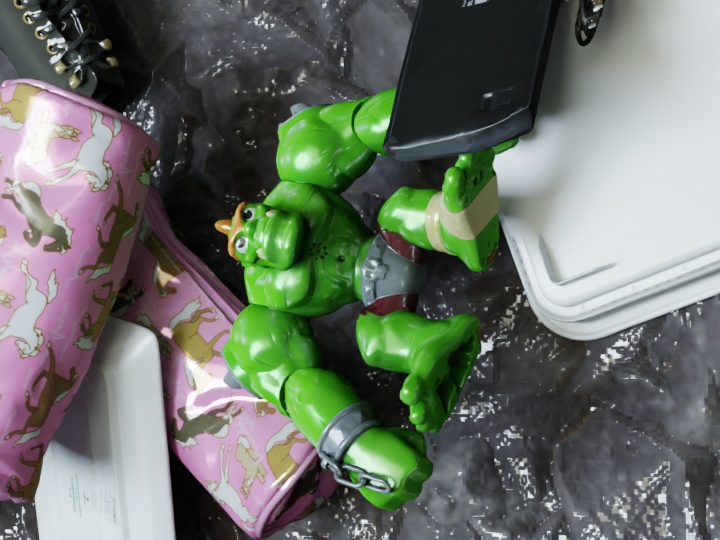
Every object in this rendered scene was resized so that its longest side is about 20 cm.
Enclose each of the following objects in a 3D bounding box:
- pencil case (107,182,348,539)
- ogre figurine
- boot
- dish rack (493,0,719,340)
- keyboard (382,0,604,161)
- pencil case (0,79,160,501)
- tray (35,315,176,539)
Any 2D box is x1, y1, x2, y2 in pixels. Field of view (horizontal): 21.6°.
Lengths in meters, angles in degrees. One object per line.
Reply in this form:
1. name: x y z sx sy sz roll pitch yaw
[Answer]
1. pencil case: -0.083 0.041 0.963 0.086 0.083 0.200 -42 70 -5
2. ogre figurine: 0.000 0.000 0.880 0.120 0.098 0.201 11 103 29
3. boot: -0.161 -0.154 0.964 0.077 0.200 0.138 -32 78 -15
4. dish rack: 0.140 -0.072 0.873 0.200 0.044 0.172 -23 80 26
5. keyboard: 0.078 -0.127 0.866 0.104 0.040 0.200 -10 50 32
6. pencil case: -0.167 0.012 0.901 0.086 0.083 0.201 15 85 39
7. tray: -0.140 0.115 0.976 0.107 0.022 0.201 14 117 38
